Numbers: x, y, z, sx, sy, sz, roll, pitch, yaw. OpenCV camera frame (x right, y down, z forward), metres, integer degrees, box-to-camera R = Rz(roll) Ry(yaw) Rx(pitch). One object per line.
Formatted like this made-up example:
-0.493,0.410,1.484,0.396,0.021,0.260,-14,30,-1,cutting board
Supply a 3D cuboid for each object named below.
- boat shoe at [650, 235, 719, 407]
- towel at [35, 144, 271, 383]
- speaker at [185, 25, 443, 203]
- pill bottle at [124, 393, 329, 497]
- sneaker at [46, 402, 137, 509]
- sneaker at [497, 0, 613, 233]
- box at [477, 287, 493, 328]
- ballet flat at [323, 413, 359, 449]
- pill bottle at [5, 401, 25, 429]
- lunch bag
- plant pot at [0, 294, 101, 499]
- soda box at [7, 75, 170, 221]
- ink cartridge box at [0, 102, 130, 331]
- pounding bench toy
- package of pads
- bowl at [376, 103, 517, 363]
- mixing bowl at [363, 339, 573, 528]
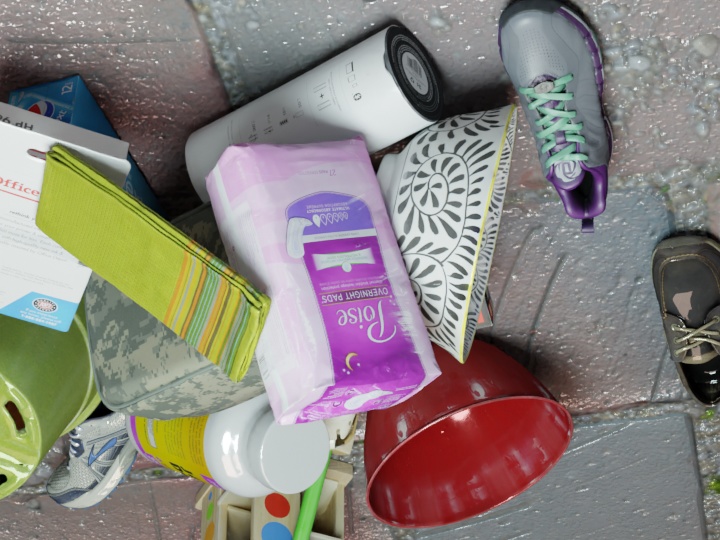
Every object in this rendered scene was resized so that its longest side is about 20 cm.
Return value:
0.301,0.047,1.697,0.074,0.074,0.201,-13,139,15,boat shoe
-0.152,-0.004,1.375,0.199,0.018,0.086,36,134,15,towel
-0.039,-0.111,1.498,0.199,0.082,0.081,-26,135,27,speaker
-0.114,0.137,1.685,0.104,0.105,0.199,36,165,-36,pill bottle
-0.245,0.147,1.827,0.085,0.077,0.200,31,122,-27,sneaker
0.158,-0.118,1.483,0.074,0.088,0.200,-14,139,16,sneaker
0.000,0.000,1.620,0.198,0.040,0.138,-13,115,11,box
-0.023,0.127,1.736,0.068,0.064,0.200,2,171,4,ballet flat
-0.365,0.150,1.795,0.199,0.107,0.106,-23,136,25,pill bottle
-0.099,0.038,1.531,0.199,0.141,0.167,-25,155,34,lunch bag
-0.312,0.096,1.606,0.198,0.190,0.202,0,110,0,plant pot
-0.217,-0.061,1.566,0.064,0.068,0.201,-10,140,15,soda box
-0.247,-0.053,1.468,0.115,0.068,0.201,17,136,-13,ink cartridge box
-0.072,0.252,1.881,0.123,0.157,0.200,17,138,-20,pounding bench toy
-0.030,0.003,1.396,0.120,0.202,0.076,-7,161,-33,package of pads
0.056,-0.037,1.483,0.093,0.202,0.202,13,141,7,bowl
0.081,0.132,1.753,0.198,0.109,0.201,-16,146,-11,mixing bowl
